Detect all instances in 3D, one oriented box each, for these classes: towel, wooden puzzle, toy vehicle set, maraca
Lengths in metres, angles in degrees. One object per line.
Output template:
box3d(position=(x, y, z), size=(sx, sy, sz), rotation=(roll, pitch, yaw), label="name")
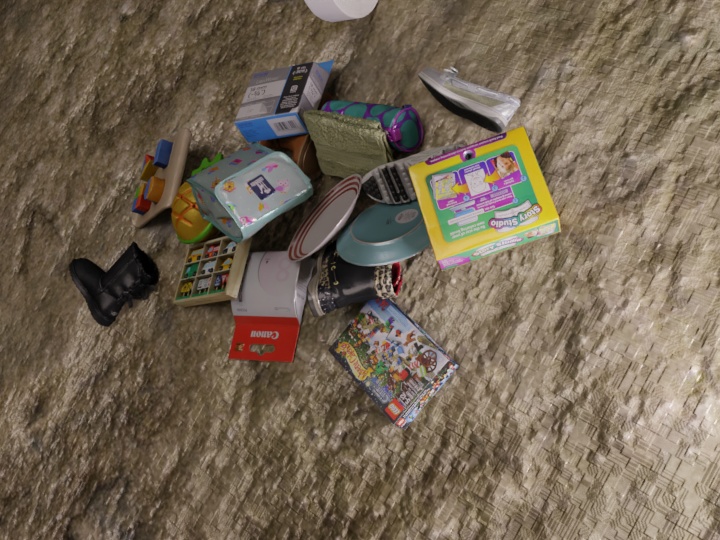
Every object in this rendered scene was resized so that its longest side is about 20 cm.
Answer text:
box3d(position=(-0.017, -0.216, 1.673), size=(0.200, 0.149, 0.036), rotation=(22, 54, 39), label="towel")
box3d(position=(-0.438, -0.201, 1.990), size=(0.200, 0.046, 0.186), rotation=(-17, 58, 53), label="wooden puzzle")
box3d(position=(-0.290, 0.001, 1.807), size=(0.200, 0.026, 0.125), rotation=(-11, 62, 49), label="toy vehicle set")
box3d(position=(-0.319, -0.145, 1.877), size=(0.137, 0.107, 0.201), rotation=(-8, 62, 37), label="maraca")

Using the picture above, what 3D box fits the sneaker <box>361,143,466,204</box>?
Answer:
box3d(position=(0.101, -0.169, 1.595), size=(0.199, 0.075, 0.081), rotation=(-14, 21, 14), label="sneaker")

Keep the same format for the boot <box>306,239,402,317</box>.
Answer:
box3d(position=(0.000, 0.002, 1.581), size=(0.153, 0.074, 0.204), rotation=(-12, 27, 18), label="boot")

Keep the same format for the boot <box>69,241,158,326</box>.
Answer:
box3d(position=(-0.525, 0.005, 1.979), size=(0.162, 0.073, 0.198), rotation=(-44, 58, 14), label="boot")

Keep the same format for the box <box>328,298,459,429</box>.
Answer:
box3d(position=(0.050, 0.144, 1.526), size=(0.137, 0.038, 0.200), rotation=(-50, 50, 5), label="box")

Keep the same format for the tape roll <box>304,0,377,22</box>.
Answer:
box3d(position=(-0.041, -0.594, 1.819), size=(0.071, 0.202, 0.203), rotation=(4, 72, 36), label="tape roll")

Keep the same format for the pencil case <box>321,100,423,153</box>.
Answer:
box3d(position=(0.016, -0.267, 1.703), size=(0.200, 0.092, 0.085), rotation=(13, 109, 40), label="pencil case")

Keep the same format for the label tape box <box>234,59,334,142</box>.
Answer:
box3d(position=(-0.147, -0.349, 1.803), size=(0.144, 0.063, 0.200), rotation=(-5, 53, 28), label="label tape box")

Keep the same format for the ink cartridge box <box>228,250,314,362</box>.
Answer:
box3d(position=(-0.177, 0.063, 1.721), size=(0.162, 0.057, 0.201), rotation=(-1, 65, 35), label="ink cartridge box")

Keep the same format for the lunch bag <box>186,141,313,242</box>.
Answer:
box3d(position=(-0.202, -0.144, 1.734), size=(0.170, 0.122, 0.200), rotation=(-33, 36, -21), label="lunch bag")

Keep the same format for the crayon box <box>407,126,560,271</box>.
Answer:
box3d(position=(0.195, -0.114, 1.479), size=(0.199, 0.058, 0.173), rotation=(-19, 68, 8), label="crayon box")

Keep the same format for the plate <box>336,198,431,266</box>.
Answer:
box3d(position=(0.050, -0.077, 1.571), size=(0.200, 0.026, 0.200), rotation=(-15, 32, 10), label="plate")

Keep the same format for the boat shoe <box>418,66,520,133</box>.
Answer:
box3d(position=(0.185, -0.308, 1.616), size=(0.202, 0.074, 0.065), rotation=(36, 86, 36), label="boat shoe")

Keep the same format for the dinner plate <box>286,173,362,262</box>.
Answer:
box3d(position=(-0.059, -0.089, 1.657), size=(0.200, 0.024, 0.200), rotation=(-45, 19, 20), label="dinner plate")

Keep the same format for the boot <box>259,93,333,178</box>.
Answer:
box3d(position=(-0.140, -0.256, 1.817), size=(0.155, 0.077, 0.201), rotation=(-6, 64, 32), label="boot")
